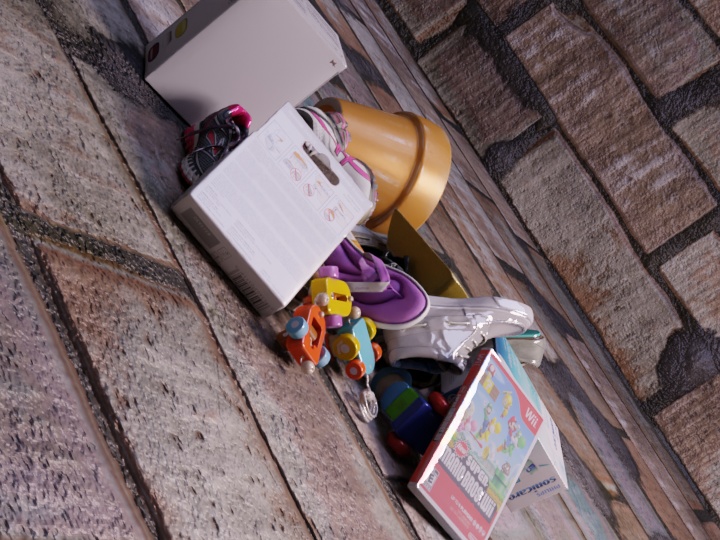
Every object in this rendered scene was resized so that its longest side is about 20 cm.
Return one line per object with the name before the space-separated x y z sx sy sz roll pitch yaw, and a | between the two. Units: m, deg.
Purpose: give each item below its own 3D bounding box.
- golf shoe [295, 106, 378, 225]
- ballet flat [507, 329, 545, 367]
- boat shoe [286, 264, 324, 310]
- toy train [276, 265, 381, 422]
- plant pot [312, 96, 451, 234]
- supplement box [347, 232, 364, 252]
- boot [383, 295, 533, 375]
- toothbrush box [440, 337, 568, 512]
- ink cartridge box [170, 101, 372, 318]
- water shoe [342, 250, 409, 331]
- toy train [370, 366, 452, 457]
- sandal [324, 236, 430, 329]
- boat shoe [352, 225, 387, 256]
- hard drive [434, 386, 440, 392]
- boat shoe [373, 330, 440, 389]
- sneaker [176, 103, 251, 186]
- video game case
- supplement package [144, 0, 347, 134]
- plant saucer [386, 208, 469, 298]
golf shoe | -0.045 -0.133 1.656 0.092 0.073 0.200 7 40 -36
ballet flat | 0.168 0.113 1.866 0.067 0.200 0.064 -100 -164 -78
boat shoe | -0.077 -0.032 1.550 0.072 0.068 0.200 43 17 -37
toy train | -0.039 0.084 1.446 0.200 0.056 0.150 54 36 -48
plant pot | 0.002 -0.165 1.926 0.183 0.200 0.200 24 29 -33
supplement box | -0.074 -0.079 1.678 0.200 0.067 0.069 58 17 19
boot | 0.122 0.086 1.576 0.074 0.200 0.096 117 -28 -57
toothbrush box | 0.183 0.185 1.660 0.200 0.085 0.146 60 14 -19
ink cartridge box | -0.094 -0.070 1.424 0.161 0.050 0.200 51 46 -13
water shoe | 0.013 0.022 1.639 0.071 0.079 0.200 12 15 13
toy train | 0.095 0.199 1.567 0.200 0.085 0.116 44 4 -37
sandal | -0.005 0.005 1.552 0.203 0.082 0.050 33 -18 32
boat shoe | 0.011 -0.017 1.822 0.200 0.075 0.068 31 32 -43
hard drive | 0.156 0.219 1.790 0.140 0.038 0.200 52 15 -8
boat shoe | 0.078 0.125 1.704 0.200 0.076 0.072 27 41 -57
sneaker | -0.162 -0.132 1.496 0.081 0.075 0.200 46 17 -34
video game case | 0.139 0.211 1.499 0.143 0.017 0.200 52 55 -31
supplement package | -0.146 -0.268 1.609 0.156 0.200 0.111 46 15 -29
plant saucer | 0.109 0.036 1.770 0.200 0.048 0.200 56 -2 -38
